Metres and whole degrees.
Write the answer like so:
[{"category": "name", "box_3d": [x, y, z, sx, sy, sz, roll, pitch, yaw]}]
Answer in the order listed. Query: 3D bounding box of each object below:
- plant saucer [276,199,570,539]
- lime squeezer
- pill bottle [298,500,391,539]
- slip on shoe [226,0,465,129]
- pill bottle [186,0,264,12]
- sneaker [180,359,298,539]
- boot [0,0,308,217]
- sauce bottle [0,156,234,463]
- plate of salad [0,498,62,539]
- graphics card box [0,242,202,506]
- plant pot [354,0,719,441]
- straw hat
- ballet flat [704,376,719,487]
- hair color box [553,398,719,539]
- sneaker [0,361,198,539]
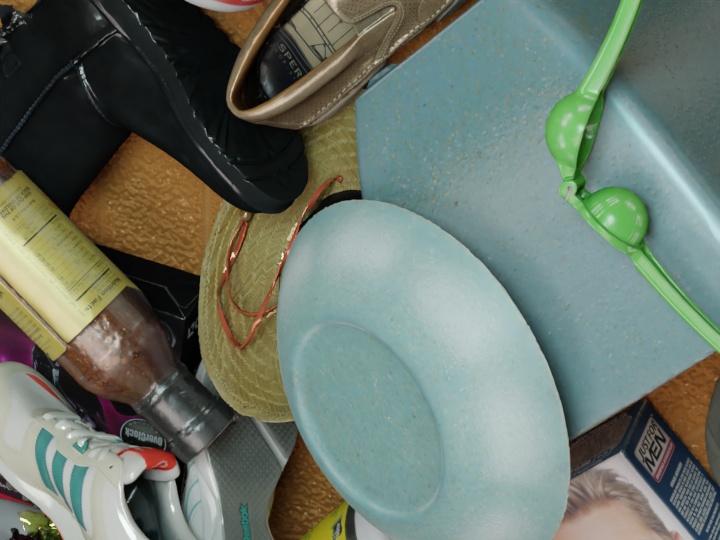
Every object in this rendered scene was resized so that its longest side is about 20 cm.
[{"category": "plant saucer", "box_3d": [0.016, 0.065, 1.165, 0.201, 0.039, 0.201, 29, 132, 38]}, {"category": "lime squeezer", "box_3d": [0.122, -0.043, 1.064, 0.071, 0.038, 0.200, -14, 96, 4]}, {"category": "pill bottle", "box_3d": [-0.007, 0.210, 1.439, 0.112, 0.112, 0.200, 43, 126, -5]}, {"category": "slip on shoe", "box_3d": [0.000, -0.148, 1.236, 0.200, 0.061, 0.076, -43, 74, 32]}, {"category": "pill bottle", "box_3d": [-0.032, -0.228, 1.184, 0.116, 0.116, 0.200, 45, 126, -7]}, {"category": "sneaker", "box_3d": [-0.083, 0.135, 1.409, 0.070, 0.201, 0.080, 9, 164, -32]}, {"category": "boot", "box_3d": [-0.138, -0.079, 1.338, 0.198, 0.073, 0.162, 51, 126, 2]}, {"category": "sauce bottle", "box_3d": [-0.155, 0.025, 1.340, 0.200, 0.066, 0.066, 47, 126, -7]}, {"category": "plate of salad", "box_3d": [-0.173, 0.191, 1.393, 0.200, 0.200, 0.048, 33, 111, 2]}, {"category": "graphics card box", "box_3d": [-0.162, 0.080, 1.467, 0.125, 0.051, 0.200, 18, 124, 13]}, {"category": "plant pot", "box_3d": [0.112, -0.050, 1.190, 0.196, 0.196, 0.200, -36, 91, 35]}, {"category": "straw hat", "box_3d": [0.000, 0.000, 1.321, 0.085, 0.201, 0.201, 16, 136, -35]}, {"category": "ballet flat", "box_3d": [0.228, 0.061, 1.279, 0.067, 0.064, 0.200, 25, 126, 8]}, {"category": "hair color box", "box_3d": [0.182, 0.182, 1.374, 0.100, 0.061, 0.200, -34, 101, 34]}, {"category": "sneaker", "box_3d": [-0.146, 0.115, 1.380, 0.093, 0.070, 0.200, -50, 62, 32]}]
